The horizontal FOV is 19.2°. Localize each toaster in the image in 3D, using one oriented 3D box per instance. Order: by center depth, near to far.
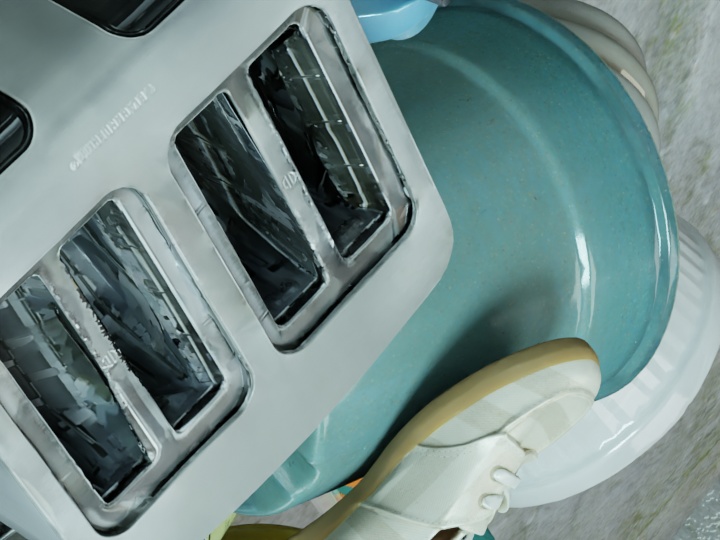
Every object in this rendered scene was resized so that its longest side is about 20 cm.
[{"bbox_3d":[-0.084,-0.015,0.681,0.181,0.118,0.201,-45,135,-19],"label":"toaster"}]

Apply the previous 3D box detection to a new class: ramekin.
[{"bbox_3d":[0.094,0.024,1.179,0.203,0.202,0.094,-50,123,-7],"label":"ramekin"}]

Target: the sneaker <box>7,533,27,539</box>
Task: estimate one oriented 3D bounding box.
[{"bbox_3d":[-0.163,0.075,0.846,0.199,0.085,0.075,14,117,-44],"label":"sneaker"}]

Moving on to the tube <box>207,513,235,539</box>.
[{"bbox_3d":[-0.099,0.142,1.033,0.200,0.052,0.058,-61,135,-56],"label":"tube"}]

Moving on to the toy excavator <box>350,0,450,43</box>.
[{"bbox_3d":[0.008,-0.142,0.796,0.200,0.099,0.195,101,12,-60],"label":"toy excavator"}]

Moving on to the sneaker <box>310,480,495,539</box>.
[{"bbox_3d":[0.020,0.101,1.108,0.080,0.200,0.072,-26,-155,39],"label":"sneaker"}]

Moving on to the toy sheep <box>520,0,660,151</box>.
[{"bbox_3d":[0.088,-0.062,1.080,0.138,0.137,0.201,101,-2,-54],"label":"toy sheep"}]

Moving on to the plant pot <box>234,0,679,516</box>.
[{"bbox_3d":[0.000,0.000,0.923,0.195,0.200,0.201,-24,148,-38],"label":"plant pot"}]

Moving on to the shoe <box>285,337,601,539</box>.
[{"bbox_3d":[0.024,0.102,0.861,0.200,0.054,0.070,-39,157,13],"label":"shoe"}]

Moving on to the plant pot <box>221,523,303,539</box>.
[{"bbox_3d":[-0.059,0.234,1.116,0.201,0.200,0.189,-51,173,-4],"label":"plant pot"}]

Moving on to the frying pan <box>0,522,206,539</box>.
[{"bbox_3d":[-0.141,0.120,0.812,0.189,0.031,0.115,16,115,-40],"label":"frying pan"}]
